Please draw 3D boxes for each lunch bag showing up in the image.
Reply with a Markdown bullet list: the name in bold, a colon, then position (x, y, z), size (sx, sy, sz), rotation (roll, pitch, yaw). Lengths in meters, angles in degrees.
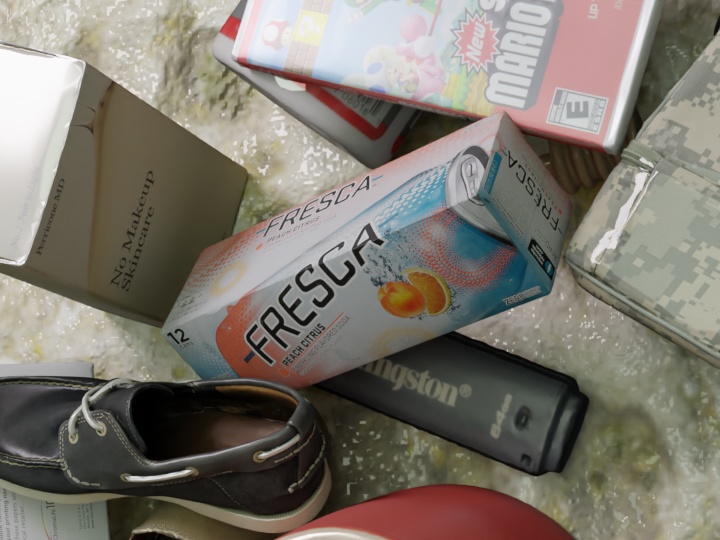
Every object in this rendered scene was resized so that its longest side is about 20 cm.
- **lunch bag**: position (0.219, -0.020, 0.748), size (0.199, 0.139, 0.169), rotation (32, 94, 22)

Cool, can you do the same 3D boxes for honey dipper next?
- **honey dipper**: position (0.054, -0.043, 0.867), size (0.198, 0.038, 0.038), rotation (-16, 75, 17)

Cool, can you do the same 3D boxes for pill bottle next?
- **pill bottle**: position (0.021, -0.165, 0.861), size (0.114, 0.114, 0.201), rotation (35, 91, 22)

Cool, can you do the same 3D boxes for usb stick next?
- **usb stick**: position (0.022, 0.050, 0.861), size (0.199, 0.033, 0.056), rotation (21, 86, 21)

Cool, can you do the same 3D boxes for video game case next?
- **video game case**: position (0.047, -0.145, 0.777), size (0.198, 0.017, 0.144), rotation (15, 85, 21)

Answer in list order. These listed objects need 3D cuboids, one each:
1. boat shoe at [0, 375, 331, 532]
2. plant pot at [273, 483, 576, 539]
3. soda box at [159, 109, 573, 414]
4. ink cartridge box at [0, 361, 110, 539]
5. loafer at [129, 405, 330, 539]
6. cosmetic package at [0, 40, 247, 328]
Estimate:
- **boat shoe**: position (-0.113, 0.074, 0.798), size (0.198, 0.068, 0.072), rotation (6, 52, 14)
- **plant pot**: position (0.015, 0.195, 0.758), size (0.198, 0.177, 0.203), rotation (-3, 79, 18)
- **soda box**: position (0.000, 0.000, 0.784), size (0.199, 0.064, 0.069), rotation (-24, 29, 34)
- **ink cartridge box**: position (-0.223, 0.155, 0.847), size (0.084, 0.174, 0.202), rotation (-31, 63, 58)
- **loafer**: position (-0.077, 0.141, 0.826), size (0.076, 0.068, 0.201), rotation (33, 65, 2)
- **cosmetic package**: position (-0.138, -0.037, 0.844), size (0.072, 0.200, 0.105), rotation (14, 85, 20)
